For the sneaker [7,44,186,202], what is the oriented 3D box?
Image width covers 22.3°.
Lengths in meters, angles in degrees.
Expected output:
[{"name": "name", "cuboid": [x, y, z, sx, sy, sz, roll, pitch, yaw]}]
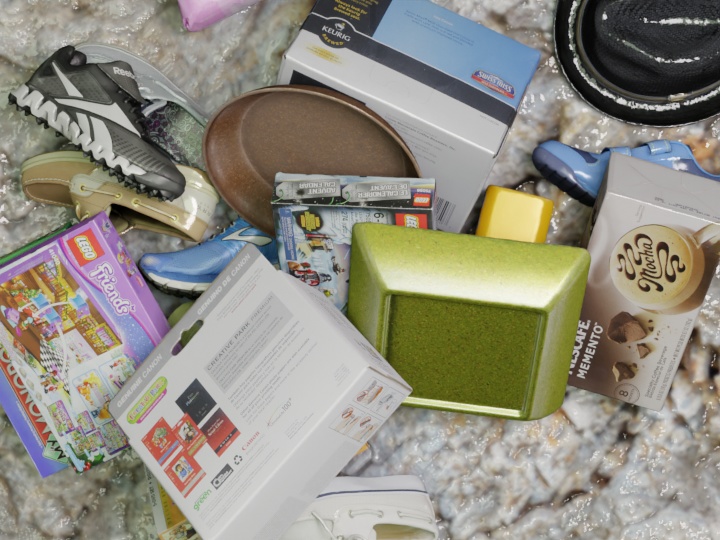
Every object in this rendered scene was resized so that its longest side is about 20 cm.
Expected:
[{"name": "sneaker", "cuboid": [-0.216, -0.136, 1.589, 0.200, 0.066, 0.091, 34, 88, 28]}]

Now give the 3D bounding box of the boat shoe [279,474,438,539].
[{"name": "boat shoe", "cuboid": [-0.011, 0.236, 1.607, 0.075, 0.201, 0.086, -48, 54, 36]}]

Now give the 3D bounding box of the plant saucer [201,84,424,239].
[{"name": "plant saucer", "cuboid": [-0.036, -0.092, 1.560, 0.200, 0.201, 0.037, 20, 52, 2]}]

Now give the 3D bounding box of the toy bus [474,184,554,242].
[{"name": "toy bus", "cuboid": [0.121, 0.027, 1.646, 0.065, 0.078, 0.201, 14, 92, 3]}]

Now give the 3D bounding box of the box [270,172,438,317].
[{"name": "box", "cuboid": [0.000, 0.000, 1.577, 0.136, 0.200, 0.040, 2, 48, 7]}]

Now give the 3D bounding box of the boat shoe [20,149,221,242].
[{"name": "boat shoe", "cuboid": [-0.223, -0.063, 1.640, 0.199, 0.074, 0.067, 5, 70, 24]}]

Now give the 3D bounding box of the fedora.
[{"name": "fedora", "cuboid": [0.273, -0.220, 1.624, 0.200, 0.092, 0.201, 0, 91, 3]}]

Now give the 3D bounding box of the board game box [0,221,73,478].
[{"name": "board game box", "cuboid": [-0.278, 0.074, 1.669, 0.134, 0.029, 0.201, -26, 101, 8]}]

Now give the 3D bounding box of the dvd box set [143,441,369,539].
[{"name": "dvd box set", "cuboid": [-0.099, 0.154, 1.633, 0.199, 0.146, 0.029, -28, 123, 4]}]

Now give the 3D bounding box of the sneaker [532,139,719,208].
[{"name": "sneaker", "cuboid": [0.252, -0.084, 1.643, 0.199, 0.074, 0.083, 20, 90, -5]}]

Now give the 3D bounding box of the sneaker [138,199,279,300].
[{"name": "sneaker", "cuboid": [-0.104, -0.022, 1.665, 0.199, 0.079, 0.090, -8, 84, -5]}]

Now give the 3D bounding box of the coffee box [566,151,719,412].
[{"name": "coffee box", "cuboid": [0.241, 0.011, 1.597, 0.113, 0.080, 0.201, 17, 122, 1]}]

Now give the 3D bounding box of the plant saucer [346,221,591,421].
[{"name": "plant saucer", "cuboid": [0.084, 0.057, 1.550, 0.199, 0.048, 0.200, 7, 135, 3]}]

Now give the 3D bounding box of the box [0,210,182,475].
[{"name": "box", "cuboid": [-0.240, 0.066, 1.625, 0.136, 0.039, 0.200, -26, 100, 14]}]

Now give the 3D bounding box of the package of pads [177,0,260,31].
[{"name": "package of pads", "cuboid": [-0.093, -0.309, 1.650, 0.199, 0.076, 0.121, -26, 93, 3]}]

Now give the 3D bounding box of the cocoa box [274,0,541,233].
[{"name": "cocoa box", "cuboid": [0.034, -0.151, 1.598, 0.199, 0.134, 0.131, 25, 55, 2]}]

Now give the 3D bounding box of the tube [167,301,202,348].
[{"name": "tube", "cuboid": [-0.096, 0.095, 1.624, 0.200, 0.052, 0.058, 32, 107, 35]}]

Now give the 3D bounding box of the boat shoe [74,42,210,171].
[{"name": "boat shoe", "cuboid": [-0.187, -0.144, 1.660, 0.200, 0.072, 0.070, 35, 93, 1]}]

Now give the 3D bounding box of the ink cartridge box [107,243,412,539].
[{"name": "ink cartridge box", "cuboid": [-0.089, 0.108, 1.532, 0.200, 0.084, 0.176, -48, 56, 6]}]
